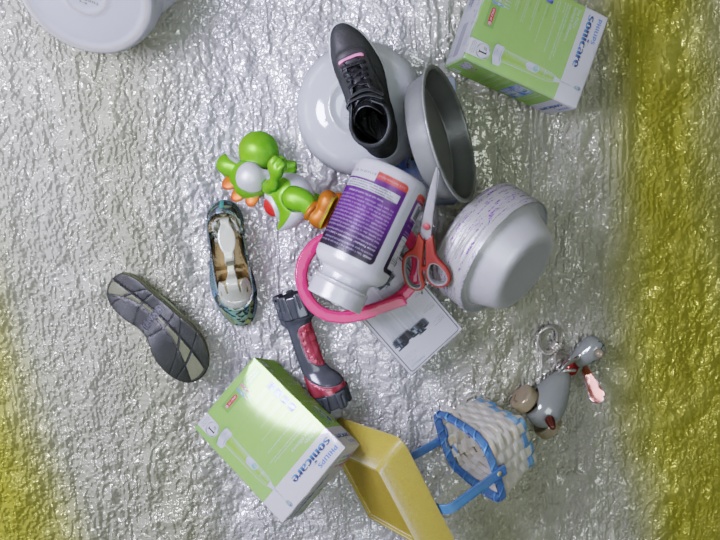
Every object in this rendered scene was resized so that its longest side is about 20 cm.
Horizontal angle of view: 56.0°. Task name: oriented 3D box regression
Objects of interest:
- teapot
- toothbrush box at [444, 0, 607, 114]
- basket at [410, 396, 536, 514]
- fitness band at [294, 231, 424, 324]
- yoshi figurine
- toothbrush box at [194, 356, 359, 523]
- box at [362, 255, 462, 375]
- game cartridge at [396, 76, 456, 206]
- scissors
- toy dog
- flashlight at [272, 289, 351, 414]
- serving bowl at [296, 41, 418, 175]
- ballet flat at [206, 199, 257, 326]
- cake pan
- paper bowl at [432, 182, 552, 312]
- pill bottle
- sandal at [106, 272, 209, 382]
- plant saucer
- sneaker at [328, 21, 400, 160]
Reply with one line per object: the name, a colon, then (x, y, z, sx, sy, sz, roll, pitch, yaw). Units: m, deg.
teapot: (-0.351, -0.401, 0.899, 0.196, 0.147, 0.200, -20, 134, 19)
toothbrush box: (0.252, -0.347, 1.036, 0.199, 0.086, 0.146, 18, 92, -14)
basket: (0.172, 0.305, 1.099, 0.199, 0.176, 0.140, -22, 107, -18)
fitness band: (0.000, 0.000, 1.025, 0.199, 0.037, 0.144, -17, 91, -5)
yoshi figurine: (-0.114, -0.142, 0.996, 0.199, 0.113, 0.112, 26, 49, 12)
toothbrush box: (-0.126, 0.252, 1.033, 0.200, 0.086, 0.146, 40, 92, 19)
box: (0.056, 0.056, 1.093, 0.117, 0.060, 0.200, -43, 104, -1)
game cartridge: (0.086, -0.201, 1.068, 0.132, 0.042, 0.201, -5, 101, -14)
scissors: (0.085, -0.053, 0.950, 0.073, 0.014, 0.201, 4, 126, 21)
toy dog: (0.348, 0.201, 1.154, 0.131, 0.096, 0.201, 21, 95, -14)
flashlight: (-0.072, 0.126, 1.079, 0.067, 0.068, 0.201, -23, 104, -33)
serving bowl: (-0.002, -0.241, 1.003, 0.199, 0.066, 0.201, 1, 98, 5)
ballet flat: (-0.199, -0.005, 1.031, 0.074, 0.074, 0.201, -12, 102, -8)
cake pan: (0.115, -0.191, 0.973, 0.037, 0.200, 0.201, -12, 104, 26)
paper bowl: (0.213, -0.024, 1.034, 0.200, 0.104, 0.201, -32, 143, -28)
pill bottle: (0.005, -0.046, 0.951, 0.111, 0.111, 0.201, 26, 87, -14)
sandal: (-0.300, 0.081, 1.036, 0.080, 0.057, 0.201, -40, 90, 4)
plant saucer: (0.037, 0.340, 1.064, 0.048, 0.200, 0.201, -33, 105, -27)
sneaker: (0.004, -0.250, 0.919, 0.070, 0.099, 0.201, -19, 94, 9)
